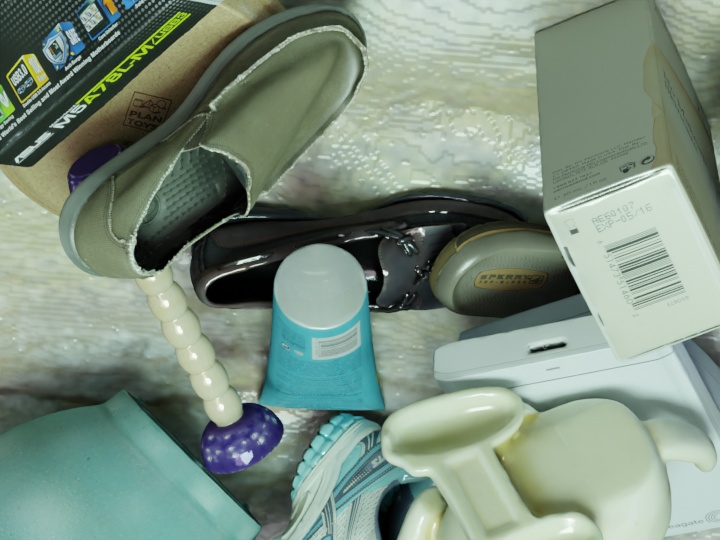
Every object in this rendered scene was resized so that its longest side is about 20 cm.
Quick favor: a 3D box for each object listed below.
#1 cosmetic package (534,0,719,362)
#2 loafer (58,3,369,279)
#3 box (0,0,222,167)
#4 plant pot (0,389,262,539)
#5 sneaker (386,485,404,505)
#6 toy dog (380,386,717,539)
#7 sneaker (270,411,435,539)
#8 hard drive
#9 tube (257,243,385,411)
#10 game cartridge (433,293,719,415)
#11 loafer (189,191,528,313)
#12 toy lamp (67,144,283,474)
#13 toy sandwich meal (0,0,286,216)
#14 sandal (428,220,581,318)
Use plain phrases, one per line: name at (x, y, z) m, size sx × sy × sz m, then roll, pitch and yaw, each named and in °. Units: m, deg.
cosmetic package at (0.145, -0.053, 1.386) m, size 0.073 × 0.200 × 0.104 m, roll -21°, pitch 120°, yaw 15°
loafer at (-0.065, -0.060, 1.376) m, size 0.200 × 0.070 × 0.075 m, roll -44°, pitch 128°, yaw -10°
box at (-0.158, -0.186, 1.341) m, size 0.200 × 0.047 × 0.193 m, roll -38°, pitch 73°, yaw 23°
plant pot at (-0.144, 0.157, 1.548) m, size 0.134 × 0.200 × 0.200 m, roll -44°, pitch 113°, yaw -4°
sneaker at (0.100, 0.206, 1.576) m, size 0.200 × 0.147 × 0.081 m, roll 33°, pitch 117°, yaw -17°
toy dog at (0.098, 0.157, 1.461) m, size 0.194 × 0.140 × 0.200 m, roll -28°, pitch 147°, yaw -20°
sneaker at (-0.016, 0.182, 1.537) m, size 0.086 × 0.200 × 0.078 m, roll 16°, pitch 162°, yaw 26°
hard drive at (0.138, 0.094, 1.484) m, size 0.132 × 0.027 × 0.200 m, roll -12°, pitch 142°, yaw 19°
tube at (-0.022, 0.047, 1.498) m, size 0.077 × 0.051 × 0.200 m, roll 8°, pitch 157°, yaw 2°
game cartridge at (0.148, 0.084, 1.520) m, size 0.133 × 0.041 × 0.200 m, roll -22°, pitch 138°, yaw 24°
loafer at (0.000, 0.000, 1.503) m, size 0.200 × 0.063 × 0.072 m, roll -2°, pitch 121°, yaw 3°
toy lamp at (-0.104, 0.020, 1.454) m, size 0.058 × 0.058 × 0.200 m, roll -19°, pitch 119°, yaw 14°
toy sandwich meal at (-0.123, -0.111, 1.443) m, size 0.205 × 0.070 × 0.205 m, roll -5°, pitch 128°, yaw -6°
sandal at (0.139, 0.007, 1.486) m, size 0.200 × 0.055 × 0.082 m, roll 0°, pitch 130°, yaw -22°
